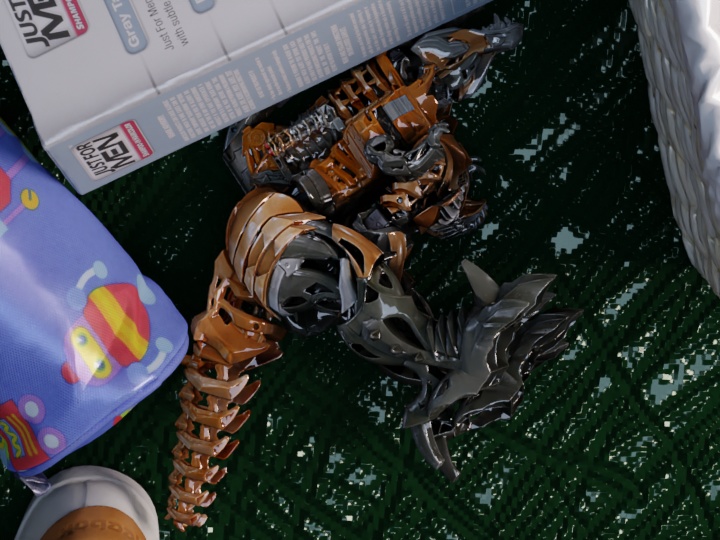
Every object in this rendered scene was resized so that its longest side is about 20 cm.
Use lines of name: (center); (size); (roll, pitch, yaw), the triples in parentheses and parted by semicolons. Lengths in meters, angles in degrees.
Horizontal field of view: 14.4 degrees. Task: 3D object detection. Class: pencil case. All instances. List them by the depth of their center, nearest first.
pencil case: (-0.145, -0.022, 0.958); (0.078, 0.087, 0.200); (-45, 103, -22)

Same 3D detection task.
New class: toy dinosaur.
toy dinosaur: (0.000, 0.000, 0.985); (0.136, 0.102, 0.200); (34, 111, 13)

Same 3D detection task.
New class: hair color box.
hair color box: (-0.029, -0.117, 0.945); (0.199, 0.061, 0.099); (-25, 75, -1)

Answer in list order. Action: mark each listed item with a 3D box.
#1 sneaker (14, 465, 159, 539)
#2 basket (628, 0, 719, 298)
sneaker: (-0.117, 0.173, 0.998); (0.072, 0.085, 0.201); (11, 101, -9)
basket: (0.189, -0.095, 0.937); (0.197, 0.161, 0.201); (-14, 103, -3)
